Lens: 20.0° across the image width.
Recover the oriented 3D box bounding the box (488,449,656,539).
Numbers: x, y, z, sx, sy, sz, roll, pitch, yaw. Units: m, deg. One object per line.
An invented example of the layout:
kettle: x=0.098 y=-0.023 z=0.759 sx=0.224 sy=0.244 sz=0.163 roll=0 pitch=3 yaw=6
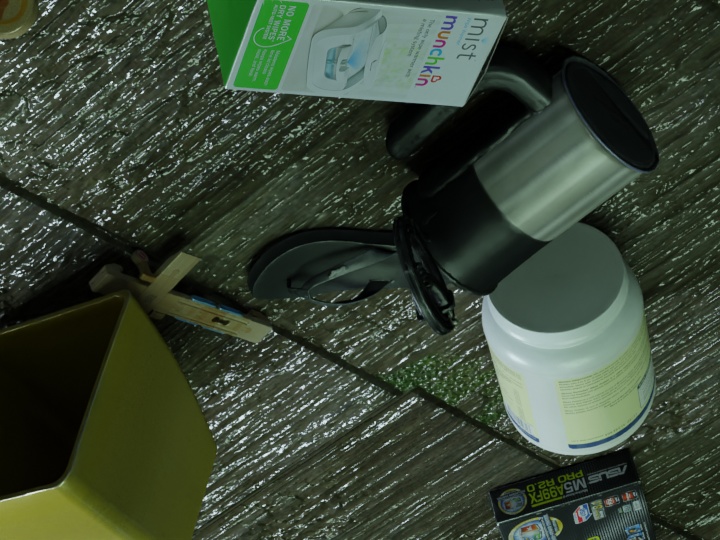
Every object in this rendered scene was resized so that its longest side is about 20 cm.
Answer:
box: x=0.238 y=0.284 z=2.241 sx=0.160 sy=0.044 sz=0.200 roll=-17 pitch=142 yaw=4

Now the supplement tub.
supplement tub: x=0.189 y=0.062 z=1.862 sx=0.145 sy=0.145 sz=0.200 roll=-16 pitch=143 yaw=2

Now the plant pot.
plant pot: x=-0.239 y=0.167 z=1.742 sx=0.200 sy=0.200 sz=0.176 roll=-17 pitch=132 yaw=33

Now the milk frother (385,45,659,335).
milk frother: x=0.123 y=-0.057 z=1.648 sx=0.180 sy=0.200 sz=0.188 roll=28 pitch=126 yaw=-36

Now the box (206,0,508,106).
box: x=-0.013 y=-0.221 z=1.396 sx=0.176 sy=0.200 sz=0.097 roll=2 pitch=141 yaw=-21

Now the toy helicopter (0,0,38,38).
toy helicopter: x=-0.314 y=-0.139 z=1.478 sx=0.200 sy=0.132 sz=0.079 roll=-35 pitch=170 yaw=0

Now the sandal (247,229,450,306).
sandal: x=0.000 y=0.000 z=1.807 sx=0.200 sy=0.043 sz=0.076 roll=-6 pitch=142 yaw=-10

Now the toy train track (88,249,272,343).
toy train track: x=-0.158 y=0.024 z=1.803 sx=0.200 sy=0.033 sz=0.115 roll=21 pitch=124 yaw=-44
